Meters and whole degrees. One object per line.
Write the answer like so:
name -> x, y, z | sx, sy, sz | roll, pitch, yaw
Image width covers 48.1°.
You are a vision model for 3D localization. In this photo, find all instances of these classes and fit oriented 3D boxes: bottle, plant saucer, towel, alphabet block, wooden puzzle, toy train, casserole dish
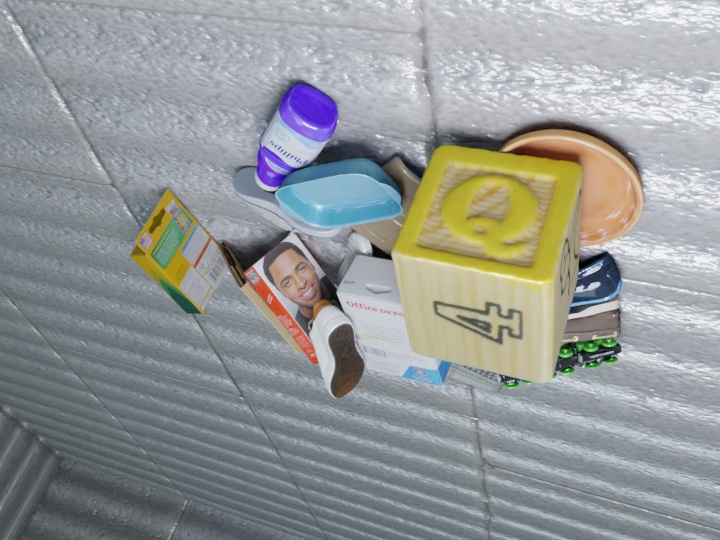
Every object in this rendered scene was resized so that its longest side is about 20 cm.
bottle -> -0.101, -0.178, 1.143 | 0.082, 0.066, 0.200 | 28, 149, -13
plant saucer -> 0.260, -0.108, 1.027 | 0.196, 0.038, 0.202 | 18, 149, 11
towel -> 0.186, 0.148, 1.463 | 0.196, 0.035, 0.194 | 23, 149, 4
alphabet block -> 0.165, -0.009, 1.008 | 0.192, 0.198, 0.202 | 9, 142, 20
wooden puzzle -> 0.084, -0.073, 1.200 | 0.199, 0.047, 0.184 | 39, 146, -14
toy train -> 0.293, 0.132, 1.209 | 0.195, 0.057, 0.043 | -13, 110, -6
casserole dish -> -0.028, -0.109, 1.129 | 0.197, 0.040, 0.121 | -8, 149, 35

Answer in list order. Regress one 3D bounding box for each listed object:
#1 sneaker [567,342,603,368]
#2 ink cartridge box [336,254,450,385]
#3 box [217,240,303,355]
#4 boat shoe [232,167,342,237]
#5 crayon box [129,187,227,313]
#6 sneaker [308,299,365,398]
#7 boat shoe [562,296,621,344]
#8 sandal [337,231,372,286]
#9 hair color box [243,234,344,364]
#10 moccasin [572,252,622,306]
sneaker -> 0.304, 0.092, 1.278 | 0.196, 0.080, 0.090 | 18, -171, -12
ink cartridge box -> 0.061, 0.079, 1.277 | 0.142, 0.086, 0.202 | 10, 143, 27
box -> -0.184, 0.050, 1.493 | 0.201, 0.021, 0.164 | 54, 178, -38
boat shoe -> -0.109, -0.090, 1.271 | 0.198, 0.076, 0.087 | 21, 158, 20
crayon box -> -0.331, -0.033, 1.463 | 0.051, 0.127, 0.201 | -1, 140, 36
sneaker -> -0.041, 0.123, 1.312 | 0.085, 0.072, 0.203 | 50, 154, 37
boat shoe -> 0.287, 0.086, 1.188 | 0.195, 0.072, 0.061 | -12, 100, -2
sandal -> 0.003, 0.007, 1.360 | 0.049, 0.084, 0.204 | -15, 155, -18
hair color box -> -0.097, 0.048, 1.381 | 0.201, 0.101, 0.061 | 52, 154, -6
moccasin -> 0.276, 0.015, 1.175 | 0.196, 0.081, 0.069 | -15, 107, 22
